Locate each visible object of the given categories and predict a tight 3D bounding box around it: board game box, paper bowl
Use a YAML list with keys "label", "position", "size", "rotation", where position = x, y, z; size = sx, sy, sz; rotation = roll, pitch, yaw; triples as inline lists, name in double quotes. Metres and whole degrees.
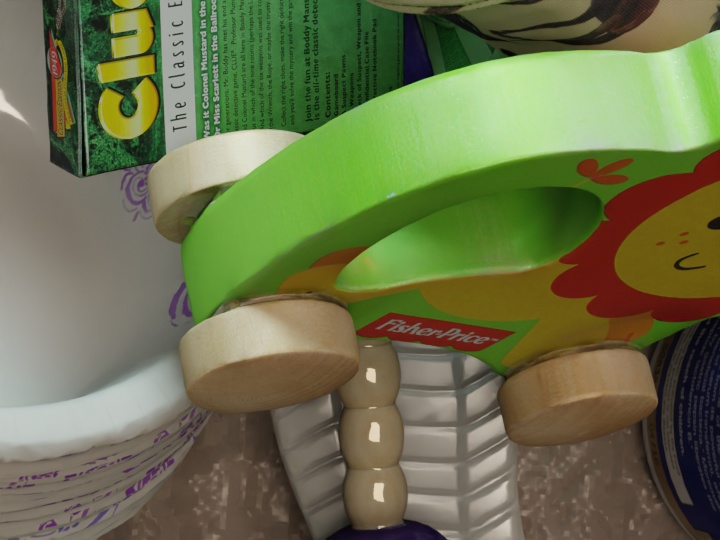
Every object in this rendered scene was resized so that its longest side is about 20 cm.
- label: "board game box"
  position: [-0.034, -0.130, 0.594]
  size: [0.104, 0.023, 0.202]
  rotation: [-13, 114, -34]
- label: "paper bowl"
  position: [-0.131, -0.004, 0.682]
  size: [0.199, 0.105, 0.202]
  rotation: [14, 48, -15]

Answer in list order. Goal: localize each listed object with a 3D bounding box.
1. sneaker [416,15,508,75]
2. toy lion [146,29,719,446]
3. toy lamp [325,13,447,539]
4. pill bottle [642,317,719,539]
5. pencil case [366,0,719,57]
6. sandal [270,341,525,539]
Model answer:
- label: "sneaker"
  position: [0.030, -0.101, 0.742]
  size: [0.083, 0.074, 0.202]
  rotation: [2, 109, -3]
- label: "toy lion"
  position: [0.074, -0.018, 0.609]
  size: [0.199, 0.191, 0.069]
  rotation: [9, 61, -44]
- label: "toy lamp"
  position: [0.000, 0.000, 0.713]
  size: [0.058, 0.058, 0.202]
  rotation: [-7, 93, -12]
- label: "pill bottle"
  position: [0.171, 0.049, 0.725]
  size: [0.115, 0.200, 0.117]
  rotation: [0, 89, -12]
- label: "pencil case"
  position: [0.063, -0.081, 0.632]
  size: [0.089, 0.200, 0.078]
  rotation: [22, 90, 30]
- label: "sandal"
  position: [0.018, 0.071, 0.771]
  size: [0.082, 0.050, 0.204]
  rotation: [-10, 95, 4]
